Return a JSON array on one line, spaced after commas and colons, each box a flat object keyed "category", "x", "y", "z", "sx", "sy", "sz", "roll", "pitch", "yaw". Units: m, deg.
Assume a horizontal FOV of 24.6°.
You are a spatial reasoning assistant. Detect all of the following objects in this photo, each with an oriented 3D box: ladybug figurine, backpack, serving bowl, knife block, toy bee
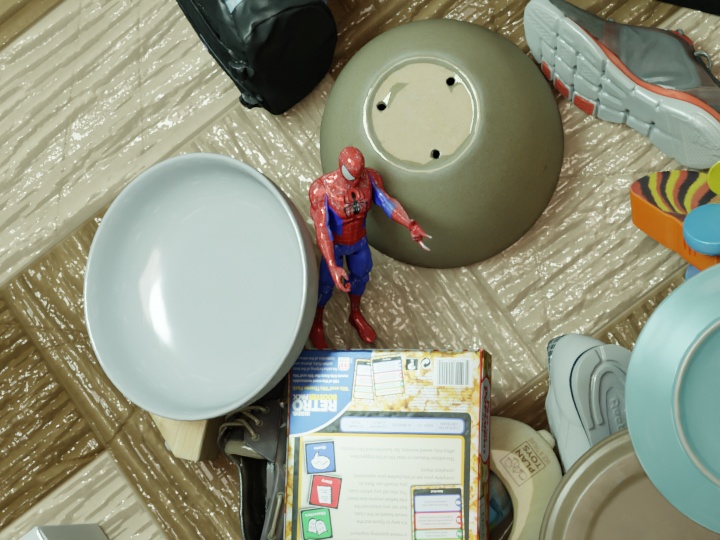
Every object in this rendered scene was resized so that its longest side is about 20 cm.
[{"category": "ladybug figurine", "x": 0.074, "y": 0.194, "z": 1.278, "sx": 0.200, "sy": 0.072, "sz": 0.136, "roll": -38, "pitch": 78, "yaw": 4}, {"category": "backpack", "x": -0.099, "y": -0.251, "z": 1.323, "sx": 0.154, "sy": 0.163, "sz": 0.200, "roll": -44, "pitch": 72, "yaw": -6}, {"category": "serving bowl", "x": -0.112, "y": 0.014, "z": 1.255, "sx": 0.199, "sy": 0.066, "sz": 0.202, "roll": -3, "pitch": 84, "yaw": 28}, {"category": "knife block", "x": -0.116, "y": 0.030, "z": 1.331, "sx": 0.175, "sy": 0.064, "sz": 0.201, "roll": -33, "pitch": 80, "yaw": 5}, {"category": "toy bee", "x": 0.295, "y": -0.014, "z": 1.242, "sx": 0.108, "sy": 0.131, "sz": 0.201, "roll": -22, "pitch": 62, "yaw": -13}]

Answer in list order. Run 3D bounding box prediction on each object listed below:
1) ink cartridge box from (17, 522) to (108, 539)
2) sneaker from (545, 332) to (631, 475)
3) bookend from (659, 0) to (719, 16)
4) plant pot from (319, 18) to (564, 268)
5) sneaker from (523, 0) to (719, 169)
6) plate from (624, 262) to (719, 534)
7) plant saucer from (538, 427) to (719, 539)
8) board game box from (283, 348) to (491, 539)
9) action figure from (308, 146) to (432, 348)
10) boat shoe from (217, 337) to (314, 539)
[{"category": "ink cartridge box", "x": -0.283, "y": 0.285, "z": 1.291, "sx": 0.200, "sy": 0.146, "sz": 0.085, "roll": -36, "pitch": 78, "yaw": 3}, {"category": "sneaker", "x": 0.185, "y": 0.146, "z": 1.270, "sx": 0.076, "sy": 0.080, "sz": 0.201, "roll": -11, "pitch": 101, "yaw": -24}, {"category": "bookend", "x": 0.232, "y": -0.324, "z": 1.297, "sx": 0.198, "sy": 0.092, "sz": 0.201, "roll": 17, "pitch": 86, "yaw": 11}, {"category": "plant pot", "x": 0.055, "y": -0.108, "z": 1.282, "sx": 0.199, "sy": 0.134, "sz": 0.202, "roll": -1, "pitch": 84, "yaw": 10}, {"category": "sneaker", "x": 0.220, "y": -0.160, "z": 1.305, "sx": 0.200, "sy": 0.077, "sz": 0.082, "roll": 38, "pitch": 64, "yaw": 10}, {"category": "plate", "x": 0.281, "y": 0.089, "z": 1.130, "sx": 0.199, "sy": 0.026, "sz": 0.202, "roll": 0, "pitch": 94, "yaw": 5}, {"category": "plant saucer", "x": 0.224, "y": 0.206, "z": 1.165, "sx": 0.199, "sy": 0.029, "sz": 0.202, "roll": 0, "pitch": 89, "yaw": 4}, {"category": "board game box", "x": 0.020, "y": 0.159, "z": 1.232, "sx": 0.150, "sy": 0.046, "sz": 0.201, "roll": 0, "pitch": 81, "yaw": 13}, {"category": "action figure", "x": 0.000, "y": 0.000, "z": 1.239, "sx": 0.065, "sy": 0.201, "sz": 0.099, "roll": -17, "pitch": 47, "yaw": -19}, {"category": "boat shoe", "x": -0.069, "y": 0.131, "z": 1.295, "sx": 0.074, "sy": 0.073, "sz": 0.201, "roll": -18, "pitch": 78, "yaw": 49}]
